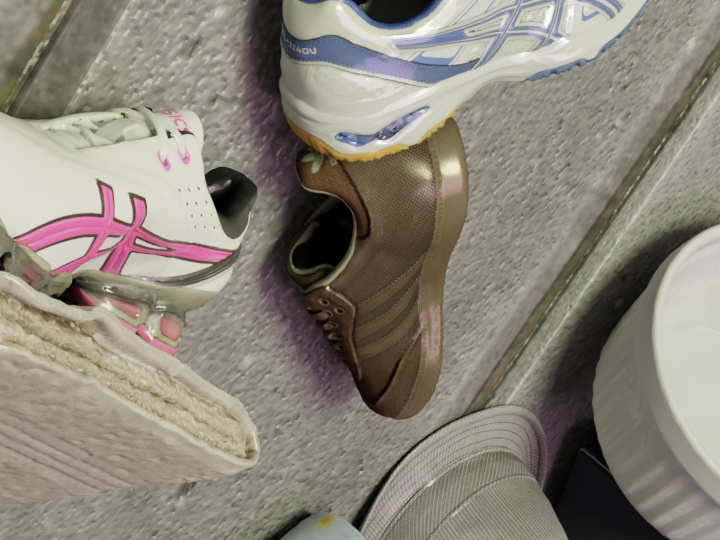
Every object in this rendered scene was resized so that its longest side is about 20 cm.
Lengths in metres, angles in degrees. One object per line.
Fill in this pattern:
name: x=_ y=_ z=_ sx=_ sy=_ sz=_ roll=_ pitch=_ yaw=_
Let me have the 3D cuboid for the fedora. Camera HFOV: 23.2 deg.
fedora: x=0.070 y=0.188 z=1.053 sx=0.177 sy=0.090 sz=0.200 roll=-8 pitch=129 yaw=-46

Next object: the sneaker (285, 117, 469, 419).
sneaker: x=0.000 y=0.000 z=0.821 sx=0.075 sy=0.071 sz=0.200 roll=-5 pitch=140 yaw=-10

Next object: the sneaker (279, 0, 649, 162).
sneaker: x=0.053 y=-0.124 z=0.732 sx=0.200 sy=0.075 sz=0.088 roll=-35 pitch=144 yaw=-22

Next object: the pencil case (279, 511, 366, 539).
pencil case: x=-0.065 y=0.214 z=0.922 sx=0.200 sy=0.091 sz=0.083 roll=-38 pitch=145 yaw=-19

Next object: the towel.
towel: x=-0.137 y=0.048 z=0.656 sx=0.132 sy=0.035 sz=0.200 roll=-9 pitch=157 yaw=20

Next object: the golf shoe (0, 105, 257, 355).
golf shoe: x=-0.104 y=-0.033 z=0.648 sx=0.092 sy=0.073 sz=0.200 roll=-54 pitch=156 yaw=-1

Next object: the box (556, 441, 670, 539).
box: x=0.225 y=0.196 z=1.200 sx=0.198 sy=0.123 sz=0.200 roll=-19 pitch=136 yaw=-40

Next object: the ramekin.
ramekin: x=0.233 y=0.080 z=1.044 sx=0.200 sy=0.200 sz=0.105 roll=-23 pitch=165 yaw=-34
